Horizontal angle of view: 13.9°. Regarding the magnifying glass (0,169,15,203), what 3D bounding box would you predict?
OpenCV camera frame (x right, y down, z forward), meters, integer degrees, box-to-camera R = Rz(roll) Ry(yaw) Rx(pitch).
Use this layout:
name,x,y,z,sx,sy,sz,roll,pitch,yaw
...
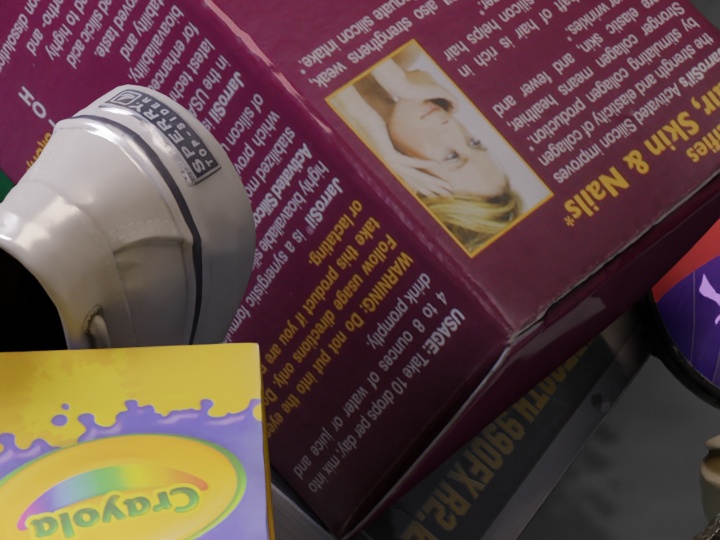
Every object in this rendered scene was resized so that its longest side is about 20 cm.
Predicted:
name,x,y,z,sx,sy,sz,roll,pitch,yaw
magnifying glass,-0.060,-0.063,0.878,0.022,0.080,0.200,38,30,8

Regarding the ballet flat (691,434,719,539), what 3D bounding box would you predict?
name,x,y,z,sx,sy,sz,roll,pitch,yaw
ballet flat,0.105,0.074,0.777,0.074,0.075,0.200,26,44,27

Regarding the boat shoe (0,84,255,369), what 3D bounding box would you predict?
name,x,y,z,sx,sy,sz,roll,pitch,yaw
boat shoe,-0.074,0.044,0.705,0.072,0.200,0.066,41,52,16

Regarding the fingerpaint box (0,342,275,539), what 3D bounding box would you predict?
name,x,y,z,sx,sy,sz,roll,pitch,yaw
fingerpaint box,-0.117,0.100,0.659,0.199,0.167,0.074,-3,44,-3

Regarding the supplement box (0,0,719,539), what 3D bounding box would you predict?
name,x,y,z,sx,sy,sz,roll,pitch,yaw
supplement box,-0.012,-0.056,0.751,0.200,0.103,0.131,48,48,9

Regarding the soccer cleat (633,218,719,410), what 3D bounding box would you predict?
name,x,y,z,sx,sy,sz,roll,pitch,yaw
soccer cleat,0.133,-0.043,0.848,0.068,0.073,0.200,39,47,-11

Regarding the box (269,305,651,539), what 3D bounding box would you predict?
name,x,y,z,sx,sy,sz,roll,pitch,yaw
box,0.000,0.000,0.822,0.158,0.048,0.200,40,47,0
